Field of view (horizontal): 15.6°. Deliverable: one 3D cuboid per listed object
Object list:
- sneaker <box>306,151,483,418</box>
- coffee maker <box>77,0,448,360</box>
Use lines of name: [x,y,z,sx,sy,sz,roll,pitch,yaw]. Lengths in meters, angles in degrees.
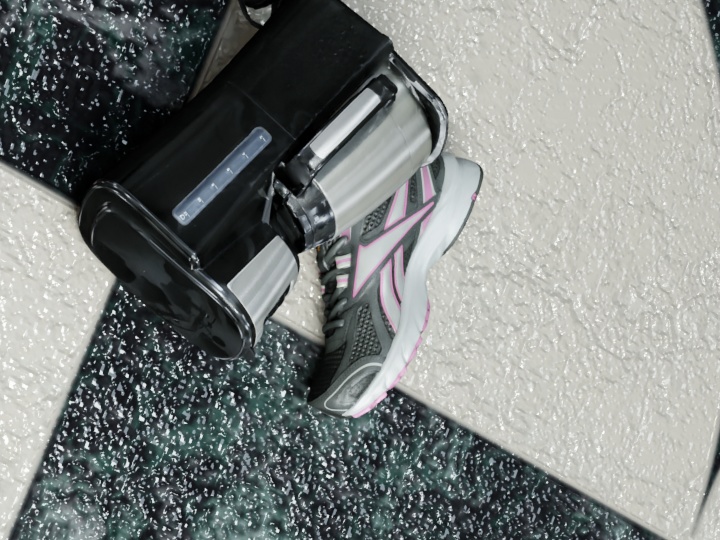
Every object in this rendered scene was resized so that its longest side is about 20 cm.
sneaker: [0.000,0.000,1.686,0.086,0.080,0.201,29,65,-17]
coffee maker: [-0.078,-0.072,1.602,0.200,0.192,0.135,-44,154,-24]
